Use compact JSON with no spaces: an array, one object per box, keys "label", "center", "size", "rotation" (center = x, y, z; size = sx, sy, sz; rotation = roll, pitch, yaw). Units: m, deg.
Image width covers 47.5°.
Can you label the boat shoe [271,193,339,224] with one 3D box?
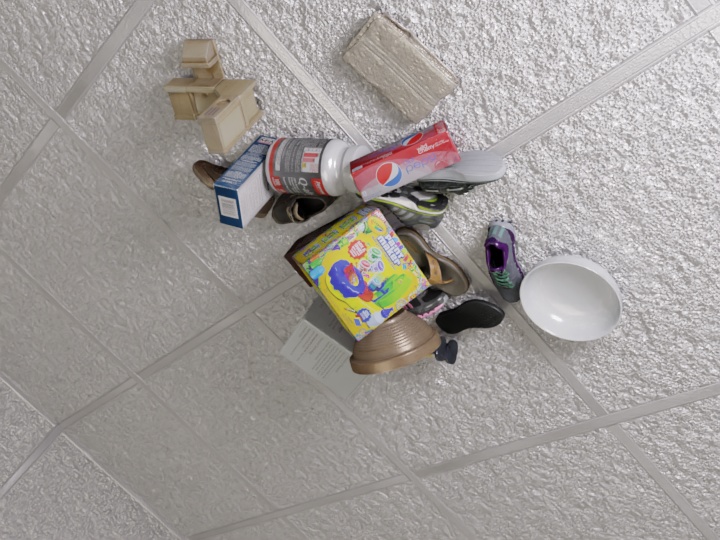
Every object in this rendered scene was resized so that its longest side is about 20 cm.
[{"label":"boat shoe","center":[-0.132,-0.143,1.783],"size":[0.200,0.073,0.075],"rotation":[-24,112,42]}]

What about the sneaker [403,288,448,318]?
[{"label":"sneaker","center":[0.099,0.054,1.826],"size":[0.200,0.079,0.096],"rotation":[-5,113,33]}]

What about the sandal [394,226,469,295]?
[{"label":"sandal","center":[0.144,-0.011,1.745],"size":[0.200,0.055,0.082],"rotation":[44,136,-10]}]

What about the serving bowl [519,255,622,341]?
[{"label":"serving bowl","center":[0.420,0.045,1.620],"size":[0.200,0.066,0.200],"rotation":[16,134,18]}]

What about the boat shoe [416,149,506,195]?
[{"label":"boat shoe","center":[0.195,-0.182,1.566],"size":[0.200,0.072,0.071],"rotation":[6,140,40]}]

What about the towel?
[{"label":"towel","center":[0.070,-0.369,1.493],"size":[0.200,0.034,0.133],"rotation":[41,138,-9]}]

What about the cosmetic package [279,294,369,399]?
[{"label":"cosmetic package","center":[-0.048,0.158,1.929],"size":[0.200,0.167,0.166],"rotation":[34,136,-1]}]

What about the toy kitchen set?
[{"label":"toy kitchen set","center":[-0.334,-0.352,1.642],"size":[0.200,0.181,0.163],"rotation":[6,129,22]}]

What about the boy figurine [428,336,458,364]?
[{"label":"boy figurine","center":[0.126,0.180,1.897],"size":[0.124,0.065,0.200],"rotation":[20,163,-41]}]

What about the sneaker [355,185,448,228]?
[{"label":"sneaker","center":[0.079,-0.133,1.669],"size":[0.200,0.074,0.081],"rotation":[19,138,18]}]

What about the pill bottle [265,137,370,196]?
[{"label":"pill bottle","center":[-0.083,-0.210,1.663],"size":[0.200,0.116,0.116],"rotation":[6,130,27]}]

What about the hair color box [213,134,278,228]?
[{"label":"hair color box","center":[-0.226,-0.187,1.708],"size":[0.060,0.200,0.100],"rotation":[15,133,19]}]

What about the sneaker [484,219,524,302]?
[{"label":"sneaker","center":[0.279,-0.001,1.649],"size":[0.074,0.088,0.200],"rotation":[2,128,30]}]

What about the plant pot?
[{"label":"plant pot","center":[0.064,0.139,1.743],"size":[0.201,0.201,0.093],"rotation":[-12,101,38]}]

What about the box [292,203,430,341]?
[{"label":"box","center":[0.000,0.000,1.693],"size":[0.200,0.193,0.122],"rotation":[54,173,-17]}]

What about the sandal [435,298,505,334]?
[{"label":"sandal","center":[0.240,0.091,1.792],"size":[0.075,0.048,0.200],"rotation":[48,148,-16]}]

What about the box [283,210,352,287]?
[{"label":"box","center":[-0.067,-0.046,1.832],"size":[0.200,0.075,0.100],"rotation":[-24,113,41]}]

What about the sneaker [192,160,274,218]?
[{"label":"sneaker","center":[-0.279,-0.202,1.840],"size":[0.200,0.070,0.076],"rotation":[34,118,-4]}]

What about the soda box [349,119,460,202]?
[{"label":"soda box","center":[0.083,-0.206,1.544],"size":[0.200,0.063,0.070],"rotation":[-23,116,10]}]
